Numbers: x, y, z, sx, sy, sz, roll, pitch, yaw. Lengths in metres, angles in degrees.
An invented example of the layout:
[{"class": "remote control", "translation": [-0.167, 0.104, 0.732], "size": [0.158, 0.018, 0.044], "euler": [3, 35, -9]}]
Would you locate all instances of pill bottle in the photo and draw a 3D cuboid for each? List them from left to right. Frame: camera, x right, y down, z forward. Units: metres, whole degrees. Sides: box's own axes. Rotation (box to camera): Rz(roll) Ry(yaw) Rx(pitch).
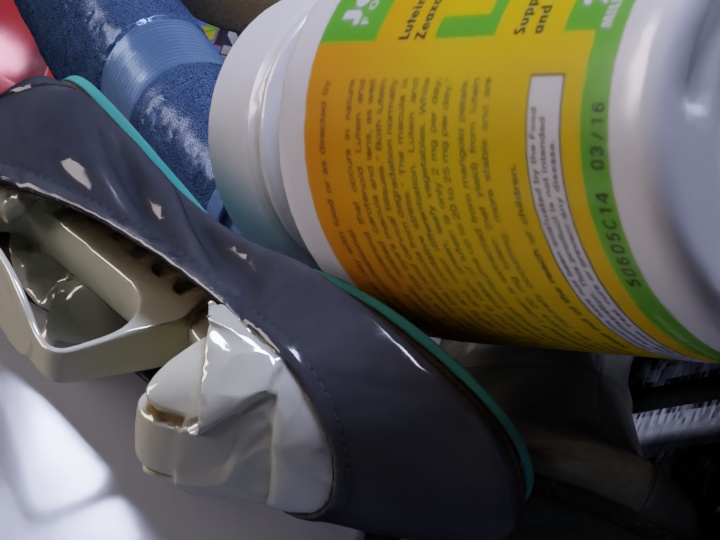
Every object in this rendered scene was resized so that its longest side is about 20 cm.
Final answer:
[{"class": "pill bottle", "translation": [0.048, -0.036, 0.755], "size": [0.200, 0.111, 0.112], "euler": [3, 66, 54]}]

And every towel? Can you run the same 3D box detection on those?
[{"class": "towel", "translation": [-0.056, -0.041, 0.964], "size": [0.048, 0.112, 0.200], "euler": [-34, 47, -4]}]

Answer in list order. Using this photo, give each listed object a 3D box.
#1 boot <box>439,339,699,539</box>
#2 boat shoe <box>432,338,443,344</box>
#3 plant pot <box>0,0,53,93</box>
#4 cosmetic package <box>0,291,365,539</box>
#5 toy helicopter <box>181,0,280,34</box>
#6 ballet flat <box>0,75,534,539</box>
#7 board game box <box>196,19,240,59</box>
[{"class": "boot", "translation": [0.062, 0.018, 0.838], "size": [0.131, 0.068, 0.200], "euler": [-60, 15, -6]}, {"class": "boat shoe", "translation": [0.000, 0.000, 1.077], "size": [0.201, 0.069, 0.071], "euler": [-65, 17, 4]}, {"class": "plant pot", "translation": [-0.154, -0.044, 1.158], "size": [0.200, 0.182, 0.202], "euler": [7, -90, -72]}, {"class": "cosmetic package", "translation": [-0.075, 0.147, 0.851], "size": [0.200, 0.122, 0.200], "euler": [106, 173, -58]}, {"class": "toy helicopter", "translation": [0.012, -0.124, 1.053], "size": [0.200, 0.132, 0.079], "euler": [-27, -54, -41]}, {"class": "ballet flat", "translation": [-0.045, 0.020, 0.768], "size": [0.073, 0.200, 0.073], "euler": [-34, -35, -28]}, {"class": "board game box", "translation": [-0.038, -0.031, 1.135], "size": [0.166, 0.056, 0.201], "euler": [74, -150, -56]}]
